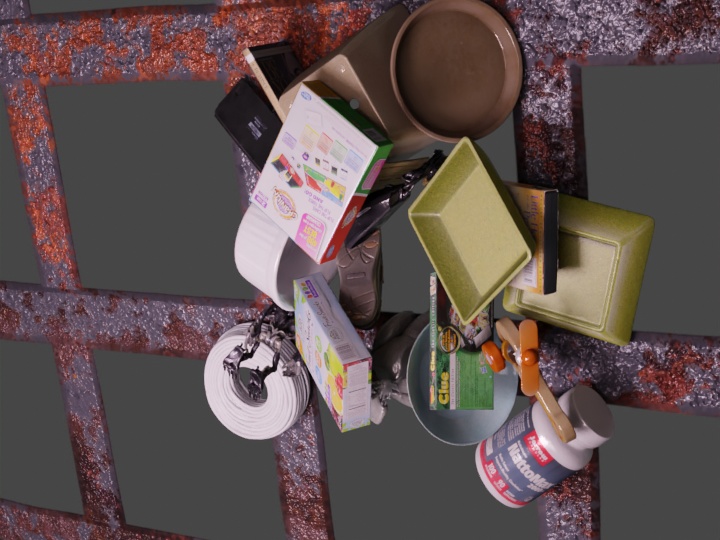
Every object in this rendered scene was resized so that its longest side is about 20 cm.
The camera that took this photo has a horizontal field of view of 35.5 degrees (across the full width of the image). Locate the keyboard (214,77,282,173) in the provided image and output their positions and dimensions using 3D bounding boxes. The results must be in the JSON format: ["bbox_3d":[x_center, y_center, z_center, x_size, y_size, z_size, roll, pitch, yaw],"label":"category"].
[{"bbox_3d":[-0.144,-0.235,1.755,0.127,0.021,0.200,-46,56,9],"label":"keyboard"}]

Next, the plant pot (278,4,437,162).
[{"bbox_3d":[0.000,-0.239,1.630,0.199,0.177,0.202,-29,93,33],"label":"plant pot"}]

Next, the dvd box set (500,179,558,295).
[{"bbox_3d":[0.205,-0.056,1.612,0.199,0.029,0.149,17,113,54],"label":"dvd box set"}]

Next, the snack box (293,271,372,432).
[{"bbox_3d":[-0.043,0.121,1.689,0.201,0.052,0.144,-122,25,-44],"label":"snack box"}]

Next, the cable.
[{"bbox_3d":[-0.184,0.193,1.955,0.198,0.069,0.202,-21,97,33],"label":"cable"}]

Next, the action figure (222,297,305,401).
[{"bbox_3d":[-0.142,0.119,1.841,0.118,0.200,0.103,35,136,11],"label":"action figure"}]

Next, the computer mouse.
[{"bbox_3d":[0.050,-0.115,1.672,0.046,0.140,0.200,50,132,5],"label":"computer mouse"}]

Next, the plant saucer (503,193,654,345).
[{"bbox_3d":[0.303,0.000,1.619,0.198,0.048,0.202,17,115,23],"label":"plant saucer"}]

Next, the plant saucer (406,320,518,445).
[{"bbox_3d":[0.148,0.162,1.710,0.039,0.200,0.203,-9,106,62],"label":"plant saucer"}]

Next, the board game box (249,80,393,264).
[{"bbox_3d":[-0.058,-0.135,1.553,0.153,0.040,0.201,42,122,21],"label":"board game box"}]

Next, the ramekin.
[{"bbox_3d":[-0.106,-0.048,1.752,0.097,0.200,0.203,27,119,25],"label":"ramekin"}]

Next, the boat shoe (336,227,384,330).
[{"bbox_3d":[0.000,0.000,1.743,0.073,0.073,0.203,-1,64,12],"label":"boat shoe"}]

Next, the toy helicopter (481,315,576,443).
[{"bbox_3d":[0.251,0.152,1.604,0.078,0.133,0.201,-27,69,-7],"label":"toy helicopter"}]

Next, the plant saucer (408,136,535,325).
[{"bbox_3d":[0.165,-0.057,1.597,0.202,0.047,0.200,64,145,19],"label":"plant saucer"}]

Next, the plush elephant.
[{"bbox_3d":[0.046,0.149,1.766,0.154,0.199,0.167,0,111,51],"label":"plush elephant"}]

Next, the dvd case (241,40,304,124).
[{"bbox_3d":[-0.093,-0.251,1.694,0.016,0.149,0.202,-29,93,24],"label":"dvd case"}]

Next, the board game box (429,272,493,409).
[{"bbox_3d":[0.152,0.106,1.681,0.023,0.103,0.203,-9,79,62],"label":"board game box"}]

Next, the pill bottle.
[{"bbox_3d":[0.279,0.261,1.695,0.120,0.119,0.200,50,123,4],"label":"pill bottle"}]

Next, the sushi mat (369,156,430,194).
[{"bbox_3d":[0.019,-0.132,1.648,0.096,0.199,0.012,-42,74,34],"label":"sushi mat"}]

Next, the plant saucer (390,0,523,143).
[{"bbox_3d":[0.132,-0.278,1.564,0.029,0.198,0.203,-164,54,-72],"label":"plant saucer"}]
